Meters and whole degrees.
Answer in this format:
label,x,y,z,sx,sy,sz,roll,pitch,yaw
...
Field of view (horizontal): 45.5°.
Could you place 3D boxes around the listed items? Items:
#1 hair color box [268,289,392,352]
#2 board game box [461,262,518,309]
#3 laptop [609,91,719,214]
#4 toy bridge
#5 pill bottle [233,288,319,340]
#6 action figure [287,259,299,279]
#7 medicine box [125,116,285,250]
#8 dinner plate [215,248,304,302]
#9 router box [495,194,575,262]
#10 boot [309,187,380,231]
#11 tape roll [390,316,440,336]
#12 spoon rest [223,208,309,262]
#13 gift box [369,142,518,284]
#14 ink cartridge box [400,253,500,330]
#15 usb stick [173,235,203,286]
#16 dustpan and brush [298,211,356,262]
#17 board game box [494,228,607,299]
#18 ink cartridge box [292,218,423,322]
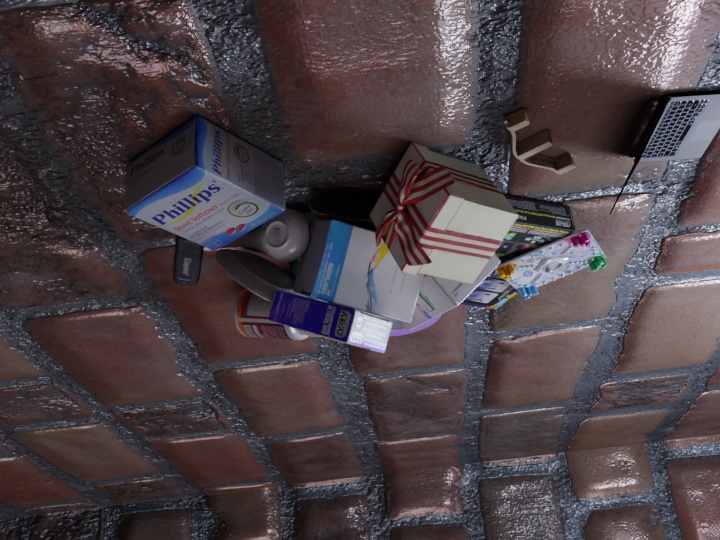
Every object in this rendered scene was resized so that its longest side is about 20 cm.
label,x,y,z,sx,sy,sz,roll,pitch,yaw
hair color box,-0.055,0.090,1.527,0.199,0.065,0.109,10,173,41
board game box,0.282,0.010,1.875,0.165,0.057,0.200,11,147,-26
laptop,0.535,-0.199,1.467,0.199,0.116,0.187,-4,153,-4
toy bridge,0.298,-0.215,1.482,0.067,0.027,0.200,-23,148,32
pill bottle,-0.161,0.092,1.826,0.199,0.110,0.110,1,158,28
action figure,-0.038,-0.023,1.727,0.199,0.055,0.118,-24,113,5
medicine box,-0.258,-0.139,1.432,0.182,0.103,0.200,-26,148,32
dinner plate,-0.185,0.008,1.649,0.200,0.200,0.024,20,107,-40
router box,0.298,-0.080,1.701,0.199,0.062,0.150,7,151,-23
boot,-0.003,-0.099,1.592,0.199,0.075,0.097,0,149,-15
tape roll,0.072,0.077,1.859,0.199,0.066,0.200,-5,155,-3
spoon rest,-0.184,-0.064,1.621,0.199,0.100,0.061,-2,177,23
gift box,0.139,-0.094,1.463,0.186,0.200,0.185,12,118,-32
ink cartridge box,0.156,0.022,1.661,0.145,0.084,0.200,-42,-177,-29
usb stick,-0.342,-0.024,1.707,0.055,0.033,0.200,1,152,-15
dustpan and brush,-0.074,-0.017,1.679,0.139,0.201,0.057,2,-169,-16
board game box,0.399,-0.007,1.776,0.199,0.026,0.200,-24,155,19
ink cartridge box,0.000,0.000,1.584,0.199,0.145,0.147,16,178,-18
